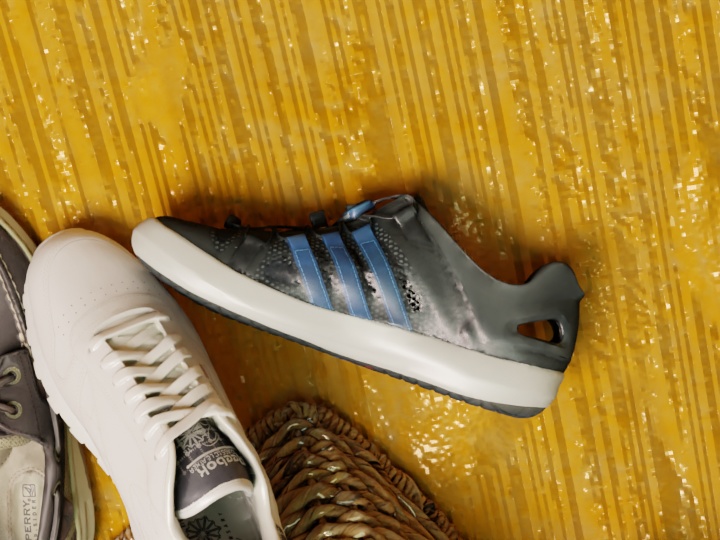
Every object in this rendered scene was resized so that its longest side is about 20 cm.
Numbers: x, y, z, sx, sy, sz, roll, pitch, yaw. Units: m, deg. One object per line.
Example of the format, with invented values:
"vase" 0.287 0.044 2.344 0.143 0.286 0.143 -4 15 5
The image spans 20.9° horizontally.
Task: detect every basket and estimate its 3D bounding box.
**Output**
"basket" -0.034 0.184 0.935 0.200 0.149 0.142 -42 138 19

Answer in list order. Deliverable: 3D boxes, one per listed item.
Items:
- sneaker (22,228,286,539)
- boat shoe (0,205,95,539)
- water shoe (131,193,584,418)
"sneaker" -0.082 0.062 0.837 0.076 0.081 0.201 -25 75 -20
"boat shoe" -0.165 0.065 0.891 0.073 0.065 0.201 -9 111 10
"water shoe" 0.000 0.000 0.862 0.199 0.072 0.079 20 86 -3
